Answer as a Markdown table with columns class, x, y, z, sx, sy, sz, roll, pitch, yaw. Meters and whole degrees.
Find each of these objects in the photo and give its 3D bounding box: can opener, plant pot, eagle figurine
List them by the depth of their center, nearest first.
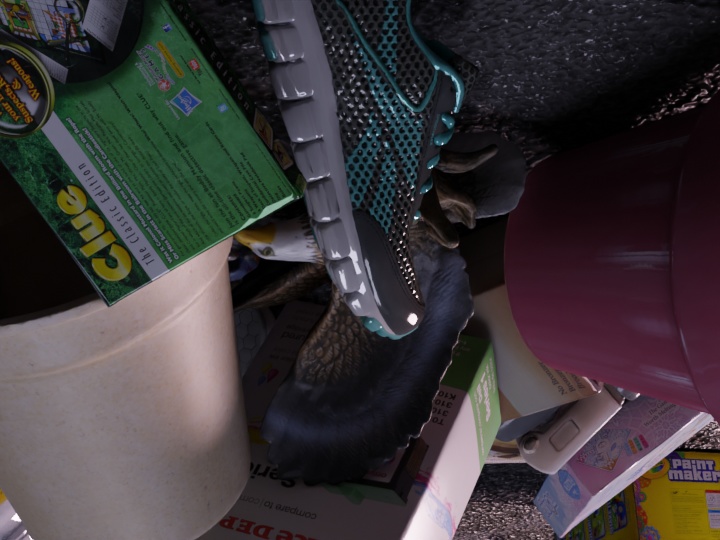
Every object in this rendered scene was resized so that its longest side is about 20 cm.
| class | x | y | z | sx | sy | sz | roll | pitch | yaw |
| --- | --- | --- | --- | --- | --- | --- | --- | --- | --- |
| plant pot | -0.142 | 0.046 | 0.769 | 0.199 | 0.201 | 0.185 | -6 | 122 | 9 |
| plant pot | 0.186 | -0.007 | 0.807 | 0.178 | 0.202 | 0.199 | 0 | 164 | 41 |
| eagle figurine | -0.007 | -0.002 | 0.820 | 0.150 | 0.152 | 0.201 | 23 | 129 | 3 |
| can opener | 0.174 | 0.059 | 0.992 | 0.200 | 0.053 | 0.066 | -44 | 136 | 8 |

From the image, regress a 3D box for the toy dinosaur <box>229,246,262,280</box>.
| class | x | y | z | sx | sy | sz | roll | pitch | yaw |
| --- | --- | --- | --- | --- | --- | --- | --- | --- | --- |
| toy dinosaur | -0.149 | -0.006 | 0.932 | 0.181 | 0.200 | 0.105 | -26 | 159 | -44 |

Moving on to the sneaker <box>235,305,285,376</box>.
| class | x | y | z | sx | sy | sz | roll | pitch | yaw |
| --- | --- | --- | --- | --- | --- | --- | --- | --- | --- |
| sneaker | -0.076 | 0.120 | 1.061 | 0.076 | 0.204 | 0.146 | 22 | -174 | 25 |

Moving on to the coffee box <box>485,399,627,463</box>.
| class | x | y | z | sx | sy | sz | roll | pitch | yaw |
| --- | --- | --- | --- | --- | --- | --- | --- | --- | --- |
| coffee box | 0.135 | 0.088 | 1.139 | 0.112 | 0.081 | 0.200 | -1 | 157 | -6 |

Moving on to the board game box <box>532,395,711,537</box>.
| class | x | y | z | sx | sy | sz | roll | pitch | yaw |
| --- | --- | --- | --- | --- | --- | --- | --- | --- | --- |
| board game box | 0.230 | 0.118 | 1.125 | 0.198 | 0.043 | 0.200 | -36 | 165 | -11 |

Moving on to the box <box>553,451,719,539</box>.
| class | x | y | z | sx | sy | sz | roll | pitch | yaw |
| --- | --- | --- | --- | --- | --- | --- | --- | --- | --- |
| box | 0.335 | 0.277 | 1.556 | 0.198 | 0.123 | 0.193 | 5 | 156 | -18 |

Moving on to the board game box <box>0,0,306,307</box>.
| class | x | y | z | sx | sy | sz | roll | pitch | yaw |
| --- | --- | --- | --- | --- | --- | --- | --- | --- | --- |
| board game box | -0.118 | -0.089 | 0.588 | 0.104 | 0.024 | 0.201 | -28 | 109 | 16 |

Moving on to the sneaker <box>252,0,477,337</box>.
| class | x | y | z | sx | sy | sz | roll | pitch | yaw |
| --- | --- | --- | --- | --- | --- | --- | --- | --- | --- |
| sneaker | 0.013 | -0.065 | 0.657 | 0.090 | 0.078 | 0.201 | -15 | 114 | -1 |

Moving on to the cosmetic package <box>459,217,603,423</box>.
| class | x | y | z | sx | sy | sz | roll | pitch | yaw |
| --- | --- | --- | --- | --- | --- | --- | --- | --- | --- |
| cosmetic package | 0.066 | 0.045 | 0.976 | 0.199 | 0.087 | 0.104 | -25 | 114 | 41 |

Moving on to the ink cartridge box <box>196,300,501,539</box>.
| class | x | y | z | sx | sy | sz | roll | pitch | yaw |
| --- | --- | --- | --- | --- | --- | --- | --- | --- | --- |
| ink cartridge box | -0.015 | 0.125 | 0.880 | 0.144 | 0.201 | 0.084 | 11 | 136 | 21 |

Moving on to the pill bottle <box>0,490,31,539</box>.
| class | x | y | z | sx | sy | sz | roll | pitch | yaw |
| --- | --- | --- | --- | --- | --- | --- | --- | --- | --- |
| pill bottle | -0.296 | 0.122 | 1.034 | 0.111 | 0.112 | 0.201 | -9 | 124 | 16 |
